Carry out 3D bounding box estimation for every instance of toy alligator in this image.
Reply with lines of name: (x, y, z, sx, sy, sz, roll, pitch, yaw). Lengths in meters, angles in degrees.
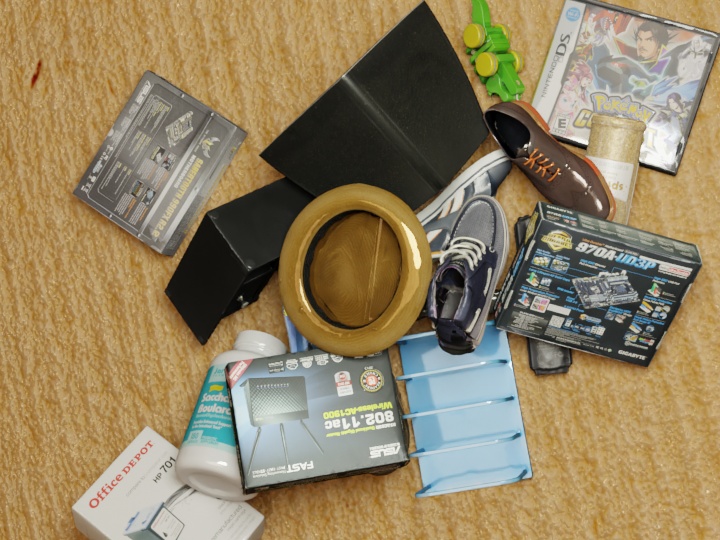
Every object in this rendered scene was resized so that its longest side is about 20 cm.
toy alligator: (0.172, -0.249, 1.473, 0.054, 0.059, 0.201, -37, 70, 49)

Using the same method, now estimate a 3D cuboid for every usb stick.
usb stick: (0.228, 0.028, 1.451, 0.055, 0.033, 0.201, -6, 84, 6)

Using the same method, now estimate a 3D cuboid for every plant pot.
plant pot: (0.033, -0.168, 1.410, 0.178, 0.200, 0.200, 48, 139, -8)

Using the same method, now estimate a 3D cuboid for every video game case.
video game case: (0.324, -0.233, 1.452, 0.199, 0.025, 0.182, 19, 90, 14)

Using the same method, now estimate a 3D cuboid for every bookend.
bookend: (-0.125, -0.023, 1.494, 0.092, 0.198, 0.200, 53, 142, 12)

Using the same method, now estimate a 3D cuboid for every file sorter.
file sorter: (0.120, 0.166, 1.419, 0.138, 0.123, 0.201, -11, 83, 11)

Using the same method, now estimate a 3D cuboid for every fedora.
fedora: (0.000, 0.000, 1.378, 0.200, 0.082, 0.202, 0, 91, 16)

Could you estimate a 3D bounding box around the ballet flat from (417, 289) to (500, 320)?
ballet flat: (0.105, 0.052, 1.463, 0.199, 0.066, 0.057, -7, 84, 20)

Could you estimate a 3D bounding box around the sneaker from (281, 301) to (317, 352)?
sneaker: (-0.048, 0.102, 1.493, 0.078, 0.066, 0.201, -11, 83, 9)

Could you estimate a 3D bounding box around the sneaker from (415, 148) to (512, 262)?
sneaker: (0.125, -0.063, 1.460, 0.200, 0.078, 0.080, -41, 75, 15)

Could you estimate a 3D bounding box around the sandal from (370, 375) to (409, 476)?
sandal: (0.015, 0.158, 1.476, 0.081, 0.055, 0.201, -18, 90, 21)

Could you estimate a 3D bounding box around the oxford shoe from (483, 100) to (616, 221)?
oxford shoe: (0.218, -0.122, 1.379, 0.200, 0.072, 0.071, 47, 120, 22)

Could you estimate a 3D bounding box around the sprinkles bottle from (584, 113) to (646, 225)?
sprinkles bottle: (0.294, -0.085, 1.411, 0.068, 0.068, 0.201, 11, 97, 14)

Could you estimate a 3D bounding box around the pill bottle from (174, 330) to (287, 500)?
pill bottle: (-0.152, 0.178, 1.464, 0.110, 0.111, 0.201, 8, 59, 13)

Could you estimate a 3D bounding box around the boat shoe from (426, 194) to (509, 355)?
boat shoe: (0.124, -0.010, 1.344, 0.074, 0.093, 0.201, 4, 68, 17)

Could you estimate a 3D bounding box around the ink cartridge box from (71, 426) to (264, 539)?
ink cartridge box: (-0.243, 0.320, 1.483, 0.200, 0.086, 0.147, 35, 63, 12)

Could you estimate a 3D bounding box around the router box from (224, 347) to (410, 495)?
router box: (-0.053, 0.172, 1.375, 0.199, 0.062, 0.151, -9, 74, -9)

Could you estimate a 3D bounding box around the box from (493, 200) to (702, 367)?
box: (0.274, 0.019, 1.365, 0.199, 0.046, 0.159, 14, 123, -6)

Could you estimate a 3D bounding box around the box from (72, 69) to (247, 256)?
box: (-0.270, -0.145, 1.571, 0.158, 0.048, 0.201, 32, 94, 13)
